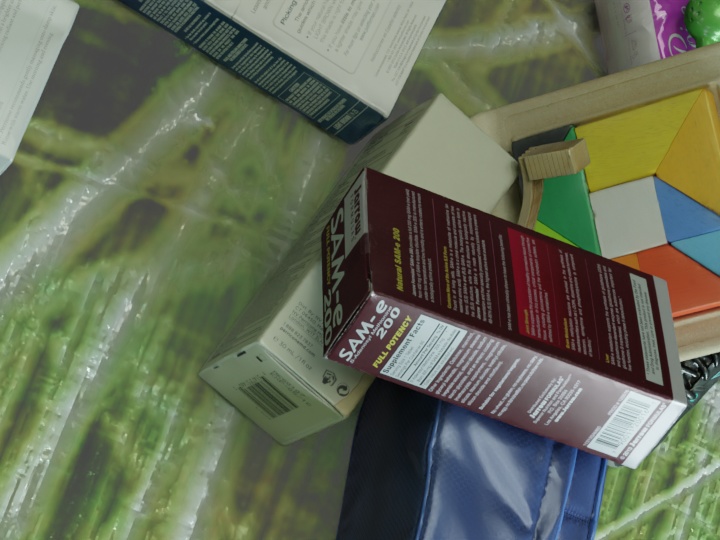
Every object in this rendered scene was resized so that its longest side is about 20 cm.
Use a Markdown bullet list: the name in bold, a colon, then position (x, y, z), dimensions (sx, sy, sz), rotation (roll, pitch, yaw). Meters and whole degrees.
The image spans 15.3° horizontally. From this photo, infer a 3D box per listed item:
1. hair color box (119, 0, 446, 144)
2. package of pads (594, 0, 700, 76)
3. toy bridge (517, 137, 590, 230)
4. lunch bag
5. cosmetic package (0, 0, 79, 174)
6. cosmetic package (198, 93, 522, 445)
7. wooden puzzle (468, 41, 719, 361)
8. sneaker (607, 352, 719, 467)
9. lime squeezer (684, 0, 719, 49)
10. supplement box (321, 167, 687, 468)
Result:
- **hair color box**: position (-0.057, -0.174, 1.629), dimensions (0.200, 0.061, 0.100), rotation (32, 64, -12)
- **package of pads**: position (0.221, -0.134, 1.729), dimensions (0.120, 0.076, 0.200), rotation (-5, 78, -25)
- **toy bridge**: position (0.126, 0.021, 1.605), dimensions (0.027, 0.067, 0.200), rotation (-42, 119, -57)
- **lunch bag**: position (0.069, 0.151, 1.554), dimensions (0.132, 0.136, 0.200), rotation (18, 69, -18)
- **cosmetic package**: position (-0.275, -0.139, 1.518), dimensions (0.200, 0.081, 0.113), rotation (27, 67, -13)
- **cosmetic package**: position (0.000, 0.000, 1.585), dimensions (0.073, 0.104, 0.200), rotation (42, 66, -10)
- **wooden puzzle**: position (0.170, -0.033, 1.641), dimensions (0.200, 0.037, 0.185), rotation (-15, 78, 18)
- **sneaker**: position (0.205, 0.037, 1.676), dimensions (0.075, 0.079, 0.200), rotation (41, 66, -10)
- **lime squeezer**: position (0.246, -0.165, 1.686), dimensions (0.071, 0.038, 0.200), rotation (40, 65, -8)
- **supplement box**: position (0.079, 0.027, 1.498), dimensions (0.200, 0.061, 0.109), rotation (21, 37, -19)
